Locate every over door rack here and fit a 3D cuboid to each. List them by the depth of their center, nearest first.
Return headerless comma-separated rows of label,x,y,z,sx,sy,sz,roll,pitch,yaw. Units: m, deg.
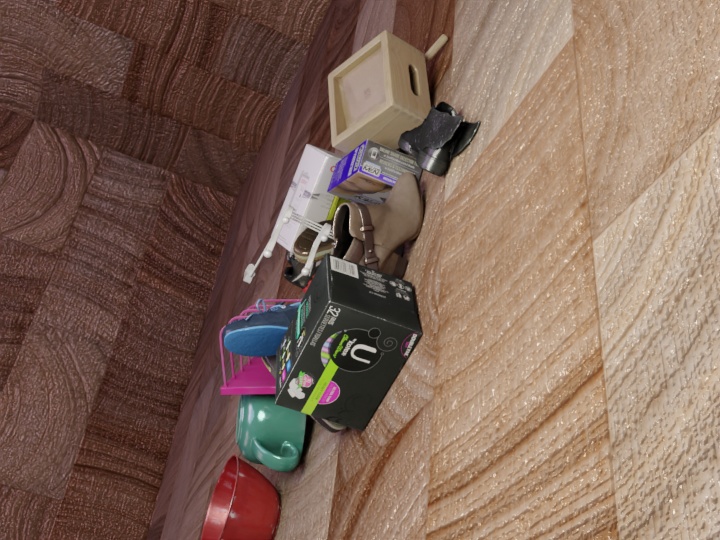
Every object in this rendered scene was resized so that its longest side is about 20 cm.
over door rack,-0.093,-0.003,1.408,0.200,0.146,0.067,-51,19,46

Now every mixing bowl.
mixing bowl,-0.211,0.449,1.584,0.200,0.107,0.202,-160,90,-74

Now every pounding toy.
pounding toy,0.055,-0.321,1.543,0.183,0.141,0.202,-28,56,40

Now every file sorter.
file sorter,-0.158,0.131,1.551,0.200,0.137,0.127,-45,-48,-76

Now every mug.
mug,-0.161,0.271,1.552,0.185,0.113,0.154,150,126,-77

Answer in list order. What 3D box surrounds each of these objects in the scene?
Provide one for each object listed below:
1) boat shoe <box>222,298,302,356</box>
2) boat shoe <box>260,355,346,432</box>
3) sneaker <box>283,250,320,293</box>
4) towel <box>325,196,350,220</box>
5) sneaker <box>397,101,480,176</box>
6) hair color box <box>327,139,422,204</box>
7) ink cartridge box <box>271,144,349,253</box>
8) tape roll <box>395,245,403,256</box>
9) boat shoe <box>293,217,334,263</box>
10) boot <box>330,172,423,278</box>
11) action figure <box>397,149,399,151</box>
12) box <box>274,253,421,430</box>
boat shoe,-0.121,0.086,1.364,0.085,0.197,0.069,107,150,-42
boat shoe,-0.089,0.182,1.396,0.202,0.071,0.061,52,132,19
sneaker,-0.102,-0.041,1.842,0.071,0.097,0.202,-90,26,-57
towel,-0.024,-0.109,1.681,0.018,0.085,0.202,36,110,46
sneaker,0.118,-0.213,1.349,0.200,0.059,0.105,-117,47,-63
hair color box,0.022,-0.162,1.524,0.200,0.108,0.066,159,130,-72
ink cartridge box,-0.067,-0.128,1.706,0.083,0.145,0.202,35,107,46
tape roll,0.000,0.000,1.471,0.201,0.065,0.201,-58,19,34
boat shoe,-0.049,-0.052,1.614,0.199,0.071,0.077,-32,-36,-40
boot,0.022,-0.074,1.323,0.070,0.145,0.203,-6,71,42
action figure,0.059,-0.266,1.635,0.118,0.054,0.202,139,140,-59
box,-0.023,0.106,1.265,0.125,0.147,0.201,-97,30,-56
